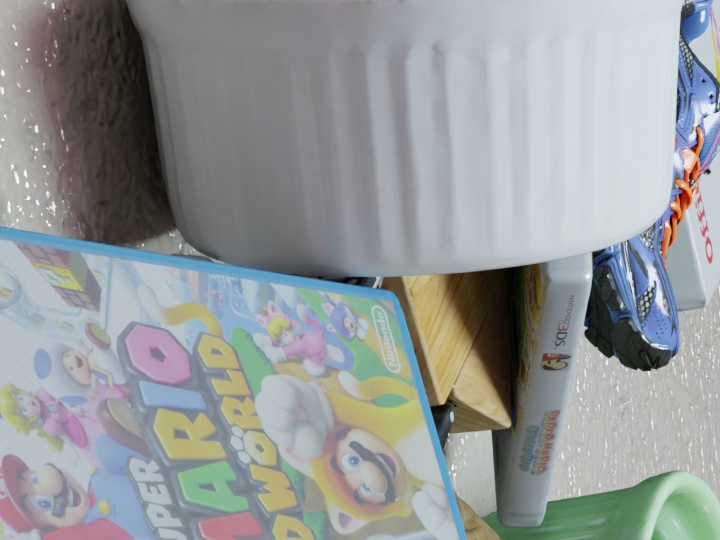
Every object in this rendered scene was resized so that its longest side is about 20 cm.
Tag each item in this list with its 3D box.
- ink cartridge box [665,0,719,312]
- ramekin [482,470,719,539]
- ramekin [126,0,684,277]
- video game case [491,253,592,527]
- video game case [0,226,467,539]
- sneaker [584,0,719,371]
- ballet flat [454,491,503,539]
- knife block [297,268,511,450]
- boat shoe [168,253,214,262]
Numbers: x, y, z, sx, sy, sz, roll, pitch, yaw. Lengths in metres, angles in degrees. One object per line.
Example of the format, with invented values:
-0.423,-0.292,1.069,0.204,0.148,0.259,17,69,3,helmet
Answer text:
0.145,-0.082,1.449,0.200,0.084,0.145,-55,134,-56,ink cartridge box
0.107,0.192,1.263,0.200,0.097,0.201,-6,90,-68,ramekin
0.019,-0.062,1.006,0.200,0.200,0.098,-32,120,-65,ramekin
0.072,-0.023,1.204,0.182,0.023,0.201,95,-5,-54,video game case
-0.052,0.058,0.858,0.200,0.018,0.144,10,54,-38,video game case
0.122,-0.052,1.200,0.075,0.078,0.201,97,-7,-64,sneaker
0.009,0.129,1.103,0.072,0.068,0.200,60,25,-3,ballet flat
0.000,0.000,1.103,0.176,0.064,0.201,35,52,-62,knife block
-0.022,0.078,0.938,0.074,0.068,0.200,-64,-144,39,boat shoe
